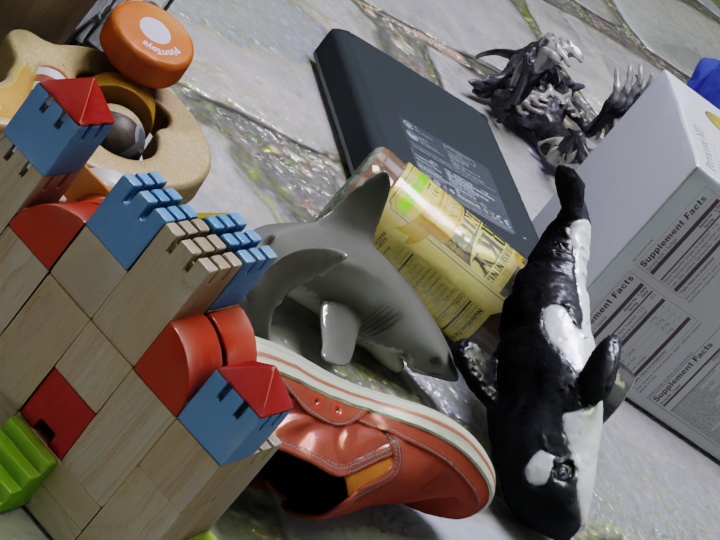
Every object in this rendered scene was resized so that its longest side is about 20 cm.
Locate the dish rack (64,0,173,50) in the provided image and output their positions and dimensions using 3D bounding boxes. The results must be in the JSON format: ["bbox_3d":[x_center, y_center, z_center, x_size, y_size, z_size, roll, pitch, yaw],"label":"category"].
[{"bbox_3d":[-0.135,-0.201,1.059,0.153,0.200,0.055,39,43,-3],"label":"dish rack"}]

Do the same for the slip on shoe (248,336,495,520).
[{"bbox_3d":[-0.013,0.084,0.900,0.200,0.074,0.062,26,59,-45],"label":"slip on shoe"}]

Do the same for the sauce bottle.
[{"bbox_3d":[0.068,0.013,1.152,0.200,0.065,0.065,39,22,-6],"label":"sauce bottle"}]

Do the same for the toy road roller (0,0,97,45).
[{"bbox_3d":[-0.208,-0.157,0.957,0.199,0.123,0.147,26,39,-26],"label":"toy road roller"}]

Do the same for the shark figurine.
[{"bbox_3d":[-0.015,-0.011,1.001,0.128,0.090,0.214,45,10,20],"label":"shark figurine"}]

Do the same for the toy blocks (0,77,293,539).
[{"bbox_3d":[-0.093,0.021,0.775,0.200,0.137,0.100,47,23,15],"label":"toy blocks"}]

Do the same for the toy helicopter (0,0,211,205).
[{"bbox_3d":[-0.155,-0.061,0.947,0.199,0.079,0.133,4,50,-40],"label":"toy helicopter"}]

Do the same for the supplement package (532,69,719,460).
[{"bbox_3d":[0.233,0.008,1.310,0.199,0.151,0.152,33,23,-17],"label":"supplement package"}]

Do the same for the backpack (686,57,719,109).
[{"bbox_3d":[0.338,-0.075,1.625,0.199,0.163,0.168,26,23,-29],"label":"backpack"}]

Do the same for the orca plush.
[{"bbox_3d":[0.087,0.039,1.062,0.071,0.105,0.201,14,74,-16],"label":"orca plush"}]

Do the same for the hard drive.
[{"bbox_3d":[0.046,-0.070,1.310,0.139,0.033,0.200,28,25,-28],"label":"hard drive"}]

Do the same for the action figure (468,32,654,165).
[{"bbox_3d":[0.162,-0.121,1.509,0.118,0.102,0.200,2,44,-40],"label":"action figure"}]
